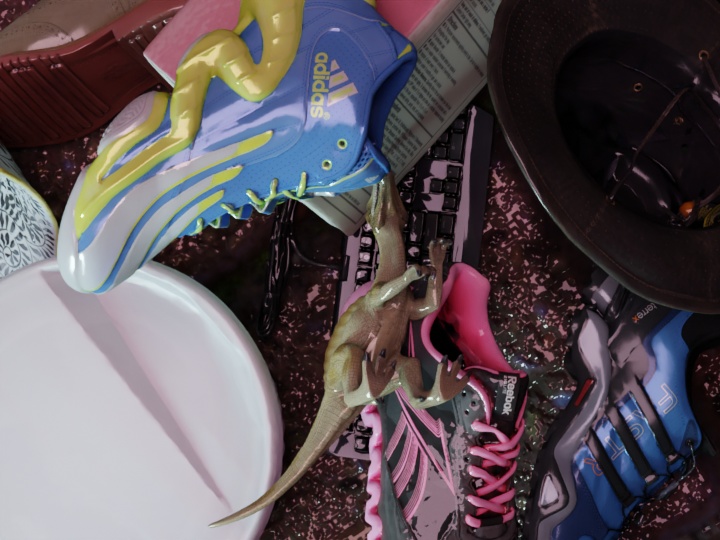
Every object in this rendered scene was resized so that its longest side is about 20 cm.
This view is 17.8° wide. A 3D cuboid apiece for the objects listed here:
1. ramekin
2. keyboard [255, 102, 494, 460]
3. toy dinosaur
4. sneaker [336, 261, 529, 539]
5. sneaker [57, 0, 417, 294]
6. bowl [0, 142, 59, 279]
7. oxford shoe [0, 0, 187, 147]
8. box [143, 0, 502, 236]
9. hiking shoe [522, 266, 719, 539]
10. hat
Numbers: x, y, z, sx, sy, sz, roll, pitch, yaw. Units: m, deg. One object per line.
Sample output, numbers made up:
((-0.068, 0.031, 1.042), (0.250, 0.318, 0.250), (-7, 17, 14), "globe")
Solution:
((-0.130, 0.091, 1.224), (0.201, 0.094, 0.204), (0, 89, 12), "ramekin")
((0.000, 0.000, 1.237), (0.126, 0.021, 0.202), (7, 89, 11), "keyboard")
((0.003, 0.048, 1.134), (0.058, 0.101, 0.201), (28, 77, -26), "toy dinosaur")
((0.050, 0.087, 1.152), (0.095, 0.079, 0.202), (-29, 69, 44), "sneaker")
((-0.051, -0.053, 1.065), (0.105, 0.076, 0.200), (37, 90, 17), "sneaker")
((-0.264, -0.041, 1.228), (0.199, 0.201, 0.095), (-19, 58, 10), "bowl")
((-0.153, -0.125, 1.259), (0.199, 0.071, 0.075), (-17, 53, 16), "oxford shoe")
((0.007, -0.135, 1.171), (0.109, 0.128, 0.200), (42, 92, 19), "box")
((0.136, 0.097, 1.179), (0.086, 0.074, 0.202), (13, 92, 12), "hiking shoe")
((0.134, -0.062, 1.168), (0.199, 0.081, 0.202), (10, 67, -25), "hat")
